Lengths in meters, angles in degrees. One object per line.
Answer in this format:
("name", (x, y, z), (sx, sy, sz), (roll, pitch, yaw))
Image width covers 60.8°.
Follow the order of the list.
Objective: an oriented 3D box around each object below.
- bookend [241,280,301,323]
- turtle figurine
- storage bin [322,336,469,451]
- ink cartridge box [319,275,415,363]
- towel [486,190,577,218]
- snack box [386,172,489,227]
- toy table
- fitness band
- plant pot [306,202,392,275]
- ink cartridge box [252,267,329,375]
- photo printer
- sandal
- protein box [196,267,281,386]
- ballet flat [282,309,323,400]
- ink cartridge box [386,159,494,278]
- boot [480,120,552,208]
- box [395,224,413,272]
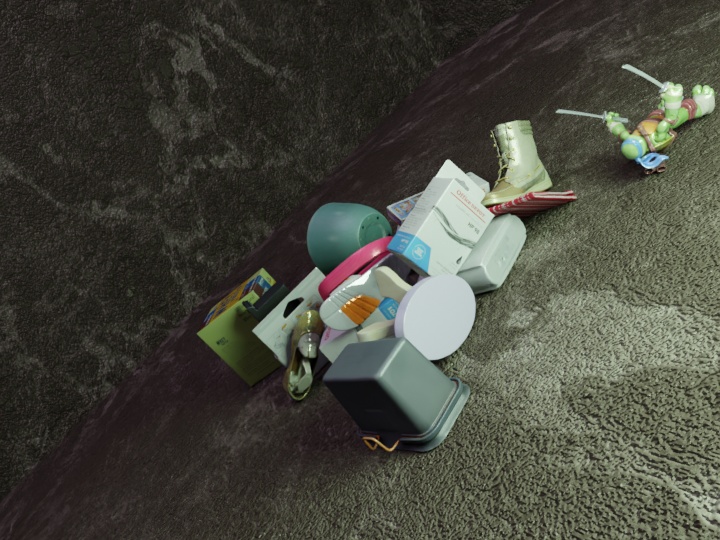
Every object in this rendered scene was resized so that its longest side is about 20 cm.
("bookend", (-0.134, 0.085, 1.436), (0.199, 0.200, 0.092), (-45, 18, -9))
("turtle figurine", (0.482, -0.276, 1.024), (0.194, 0.200, 0.144), (-25, -25, -29))
("storage bin", (0.035, 0.185, 0.932), (0.200, 0.134, 0.146), (-18, 29, 55))
("ink cartridge box", (0.023, 0.100, 1.252), (0.200, 0.086, 0.147), (-34, 18, 19))
("towel", (0.288, -0.117, 1.171), (0.144, 0.023, 0.200), (-6, -9, -39))
("snack box", (0.157, -0.144, 1.239), (0.200, 0.024, 0.072), (-24, 35, -12))
("toy table", (0.091, 0.077, 1.024), (0.117, 0.184, 0.200), (-10, -1, 45))
("fitness band", (0.000, 0.000, 1.242), (0.200, 0.037, 0.144), (-41, -20, 30))
("plant pot", (-0.013, -0.083, 1.615), (0.161, 0.201, 0.201), (1, 43, 47))
("ink cartridge box", (-0.113, 0.120, 1.345), (0.200, 0.174, 0.044), (-45, 17, -11))
("photo printer", (0.202, -0.018, 1.174), (0.200, 0.069, 0.166), (-20, 27, 51))
("sandal", (0.009, 0.038, 1.177), (0.207, 0.079, 0.059), (-37, 17, -13))
("protein box", (-0.264, 0.145, 1.569), (0.198, 0.200, 0.135), (-36, 18, 17))
("ballet flat", (-0.113, 0.181, 1.271), (0.071, 0.071, 0.200), (-99, 24, -70))
("ink cartridge box", (0.154, -0.086, 1.094), (0.200, 0.116, 0.067), (-56, 26, -4))
("boot", (0.288, -0.210, 1.212), (0.200, 0.155, 0.072), (-23, 7, -34))
("box", (0.153, -0.081, 1.401), (0.200, 0.041, 0.156), (-19, 49, 49))
